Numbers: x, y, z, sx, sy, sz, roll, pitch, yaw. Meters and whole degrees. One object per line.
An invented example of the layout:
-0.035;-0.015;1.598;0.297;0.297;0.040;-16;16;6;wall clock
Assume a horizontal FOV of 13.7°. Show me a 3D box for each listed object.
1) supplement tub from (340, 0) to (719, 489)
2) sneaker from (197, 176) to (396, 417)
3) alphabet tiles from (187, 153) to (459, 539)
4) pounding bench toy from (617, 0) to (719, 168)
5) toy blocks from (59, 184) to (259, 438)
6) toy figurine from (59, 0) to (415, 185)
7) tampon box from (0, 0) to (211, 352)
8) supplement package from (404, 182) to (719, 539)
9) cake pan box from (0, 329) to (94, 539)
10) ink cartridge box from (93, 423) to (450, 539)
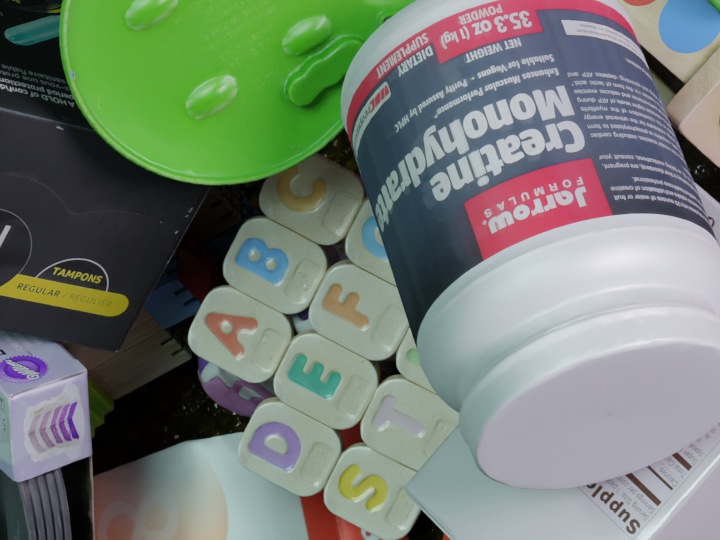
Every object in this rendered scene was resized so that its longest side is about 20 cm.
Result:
0.080;-0.020;1.328;0.140;0.140;0.200;-29;59;18;supplement tub
0.000;0.000;1.549;0.200;0.080;0.089;-32;55;11;sneaker
0.023;0.031;1.489;0.195;0.015;0.200;28;102;2;alphabet tiles
0.163;-0.140;1.428;0.124;0.200;0.156;-47;58;7;pounding bench toy
-0.110;-0.015;1.588;0.137;0.100;0.200;-28;37;18;toy blocks
-0.056;-0.156;1.444;0.200;0.150;0.184;-33;24;4;toy figurine
-0.185;-0.077;1.491;0.126;0.150;0.200;-59;38;26;tampon box
0.145;0.079;1.412;0.200;0.121;0.120;-50;56;6;supplement package
-0.199;0.094;1.553;0.200;0.052;0.184;39;139;45;cake pan box
-0.045;0.157;1.534;0.200;0.050;0.162;-23;65;24;ink cartridge box
